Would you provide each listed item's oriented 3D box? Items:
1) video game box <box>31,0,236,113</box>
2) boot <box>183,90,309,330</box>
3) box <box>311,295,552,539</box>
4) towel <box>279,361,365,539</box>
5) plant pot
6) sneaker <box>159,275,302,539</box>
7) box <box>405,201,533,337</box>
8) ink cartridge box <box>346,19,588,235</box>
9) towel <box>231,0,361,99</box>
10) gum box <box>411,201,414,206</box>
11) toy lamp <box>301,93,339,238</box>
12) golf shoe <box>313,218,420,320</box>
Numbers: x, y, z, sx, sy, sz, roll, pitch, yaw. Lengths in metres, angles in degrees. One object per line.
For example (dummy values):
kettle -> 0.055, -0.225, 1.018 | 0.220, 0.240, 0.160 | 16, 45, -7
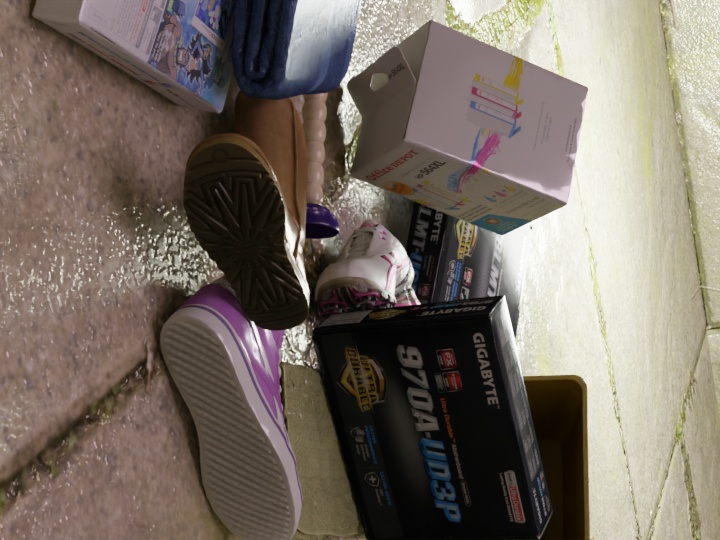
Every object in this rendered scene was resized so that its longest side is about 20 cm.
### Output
video game box -> -0.128, -0.231, 0.921 | 0.182, 0.047, 0.201 | 27, 76, -61
boot -> -0.080, -0.079, 0.989 | 0.200, 0.066, 0.176 | -92, 172, -48
box -> 0.060, 0.126, 1.115 | 0.046, 0.158, 0.201 | -43, 123, -60
towel -> -0.038, 0.153, 1.128 | 0.200, 0.036, 0.149 | 15, 70, -65
plant pot -> 0.129, 0.220, 1.330 | 0.176, 0.199, 0.201 | 52, 38, -70
sneaker -> -0.074, 0.099, 1.006 | 0.114, 0.072, 0.201 | -52, 132, -61
box -> 0.109, 0.021, 1.416 | 0.198, 0.050, 0.201 | 26, 72, -54
ink cartridge box -> 0.090, -0.134, 1.276 | 0.199, 0.128, 0.126 | 19, 71, -19
towel -> -0.047, -0.188, 1.031 | 0.200, 0.048, 0.112 | -36, 137, -73
gum box -> 0.097, -0.119, 1.493 | 0.170, 0.044, 0.200 | -68, 145, -46
toy lamp -> -0.041, -0.130, 1.155 | 0.058, 0.058, 0.201 | 33, 57, -62
golf shoe -> 0.000, 0.000, 1.212 | 0.200, 0.072, 0.092 | 13, 67, -77
